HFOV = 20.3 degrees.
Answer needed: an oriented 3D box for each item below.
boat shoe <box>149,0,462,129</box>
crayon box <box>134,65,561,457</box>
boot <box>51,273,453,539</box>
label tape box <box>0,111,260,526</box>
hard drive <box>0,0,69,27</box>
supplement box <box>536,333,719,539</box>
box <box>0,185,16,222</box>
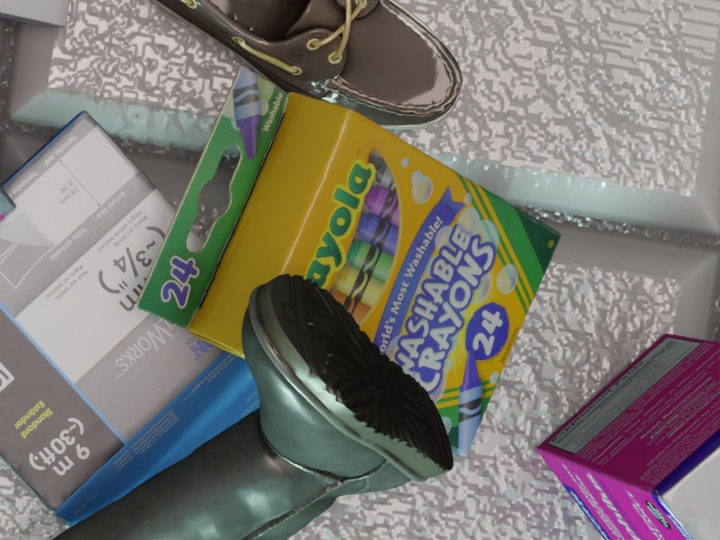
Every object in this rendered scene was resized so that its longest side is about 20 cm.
[{"bbox_3d":[-0.033,-0.131,1.013,0.199,0.059,0.072,29,85,-10],"label":"boat shoe"},{"bbox_3d":[0.000,0.000,0.979,0.199,0.051,0.127,27,86,-41],"label":"crayon box"},{"bbox_3d":[-0.074,0.096,0.927,0.199,0.073,0.182,-24,141,15],"label":"boot"},{"bbox_3d":[-0.123,0.043,0.998,0.144,0.063,0.200,-43,98,-7],"label":"label tape box"},{"bbox_3d":[-0.186,-0.229,0.967,0.131,0.025,0.202,8,90,-43],"label":"hard drive"},{"bbox_3d":[0.178,0.104,0.990,0.103,0.200,0.101,-39,97,-6],"label":"supplement box"},{"bbox_3d":[-0.274,-0.067,0.912,0.132,0.115,0.200,-44,79,-7],"label":"box"}]
